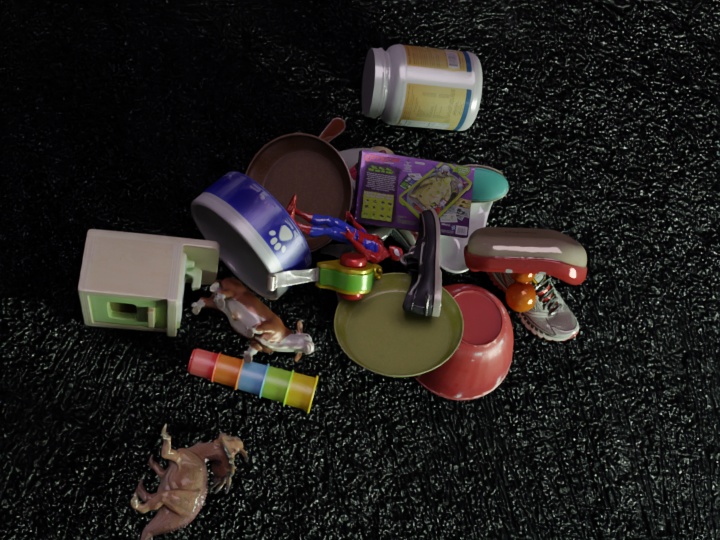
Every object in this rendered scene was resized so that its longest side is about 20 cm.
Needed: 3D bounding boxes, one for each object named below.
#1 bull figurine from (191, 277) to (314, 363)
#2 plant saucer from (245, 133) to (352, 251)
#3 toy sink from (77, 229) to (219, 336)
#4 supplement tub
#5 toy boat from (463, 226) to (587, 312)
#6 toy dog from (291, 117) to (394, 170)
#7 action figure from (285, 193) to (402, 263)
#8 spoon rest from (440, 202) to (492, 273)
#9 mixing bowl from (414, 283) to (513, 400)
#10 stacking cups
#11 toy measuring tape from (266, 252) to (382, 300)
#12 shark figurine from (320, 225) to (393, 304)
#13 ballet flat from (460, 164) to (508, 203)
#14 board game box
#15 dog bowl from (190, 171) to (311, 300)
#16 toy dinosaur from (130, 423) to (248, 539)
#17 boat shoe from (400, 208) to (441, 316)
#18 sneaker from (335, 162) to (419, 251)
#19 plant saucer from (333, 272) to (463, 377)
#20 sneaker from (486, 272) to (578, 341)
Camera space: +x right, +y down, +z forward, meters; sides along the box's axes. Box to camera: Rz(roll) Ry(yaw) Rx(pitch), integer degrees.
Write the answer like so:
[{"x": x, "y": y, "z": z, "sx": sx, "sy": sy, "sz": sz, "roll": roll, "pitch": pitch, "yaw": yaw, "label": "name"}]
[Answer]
[{"x": -0.167, "y": 0.084, "z": 1.400, "sx": 0.199, "sy": 0.065, "sz": 0.121, "roll": 36, "pitch": 19, "yaw": 15, "label": "bull figurine"}, {"x": -0.103, "y": -0.128, "z": 1.504, "sx": 0.198, "sy": 0.037, "sz": 0.203, "roll": 0, "pitch": 91, "yaw": 18, "label": "plant saucer"}, {"x": -0.322, "y": 0.025, "z": 1.373, "sx": 0.198, "sy": 0.131, "sz": 0.113, "roll": 6, "pitch": 63, "yaw": -11, "label": "toy sink"}, {"x": 0.110, "y": -0.336, "z": 1.638, "sx": 0.198, "sy": 0.145, "sz": 0.146, "roll": 4, "pitch": 63, "yaw": -11, "label": "supplement tub"}, {"x": 0.266, "y": 0.003, "z": 1.454, "sx": 0.198, "sy": 0.131, "sz": 0.132, "roll": 3, "pitch": 104, "yaw": 8, "label": "toy boat"}, {"x": -0.029, "y": -0.201, "z": 1.568, "sx": 0.198, "sy": 0.097, "sz": 0.133, "roll": 1, "pitch": 63, "yaw": -12, "label": "toy dog"}, {"x": -0.021, "y": -0.059, "z": 1.412, "sx": 0.199, "sy": 0.052, "sz": 0.066, "roll": 25, "pitch": 29, "yaw": -17, "label": "action figure"}, {"x": 0.186, "y": -0.081, "z": 1.572, "sx": 0.099, "sy": 0.061, "sz": 0.201, "roll": 36, "pitch": 60, "yaw": -5, "label": "spoon rest"}, {"x": 0.169, "y": 0.098, "z": 1.456, "sx": 0.198, "sy": 0.109, "sz": 0.202, "roll": 5, "pitch": 62, "yaw": -9, "label": "mixing bowl"}, {"x": -0.168, "y": 0.170, "z": 1.379, "sx": 0.198, "sy": 0.061, "sz": 0.061, "roll": 13, "pitch": 62, "yaw": -1, "label": "stacking cups"}, {"x": -0.042, "y": 0.014, "z": 1.347, "sx": 0.199, "sy": 0.074, "sz": 0.074, "roll": -8, "pitch": 64, "yaw": -36, "label": "toy measuring tape"}, {"x": -0.014, "y": 0.018, "z": 1.461, "sx": 0.127, "sy": 0.090, "sz": 0.217, "roll": 2, "pitch": 78, "yaw": 9, "label": "shark figurine"}, {"x": 0.156, "y": -0.151, "z": 1.542, "sx": 0.198, "sy": 0.062, "sz": 0.068, "roll": -1, "pitch": 102, "yaw": -14, "label": "ballet flat"}, {"x": 0.088, "y": -0.125, "z": 1.478, "sx": 0.198, "sy": 0.032, "sz": 0.121, "roll": 8, "pitch": 91, "yaw": -13, "label": "board game box"}, {"x": -0.171, "y": -0.054, "z": 1.399, "sx": 0.200, "sy": 0.200, "sz": 0.079, "roll": 43, "pitch": 70, "yaw": 10, "label": "dog bowl"}, {"x": -0.246, "y": 0.309, "z": 1.277, "sx": 0.135, "sy": 0.086, "sz": 0.201, "roll": 24, "pitch": 67, "yaw": -7, "label": "toy dinosaur"}, {"x": 0.093, "y": -0.018, "z": 1.397, "sx": 0.062, "sy": 0.073, "sz": 0.201, "roll": 1, "pitch": 53, "yaw": 0, "label": "boat shoe"}, {"x": 0.041, "y": -0.095, "z": 1.539, "sx": 0.200, "sy": 0.075, "sz": 0.081, "roll": 45, "pitch": 27, "yaw": -11, "label": "sneaker"}, {"x": 0.058, "y": 0.088, "z": 1.370, "sx": 0.198, "sy": 0.031, "sz": 0.201, "roll": 0, "pitch": 47, "yaw": 0, "label": "plant saucer"}, {"x": 0.297, "y": 0.038, "z": 1.528, "sx": 0.078, "sy": 0.082, "sz": 0.200, "roll": -37, "pitch": 77, "yaw": -26, "label": "sneaker"}]
